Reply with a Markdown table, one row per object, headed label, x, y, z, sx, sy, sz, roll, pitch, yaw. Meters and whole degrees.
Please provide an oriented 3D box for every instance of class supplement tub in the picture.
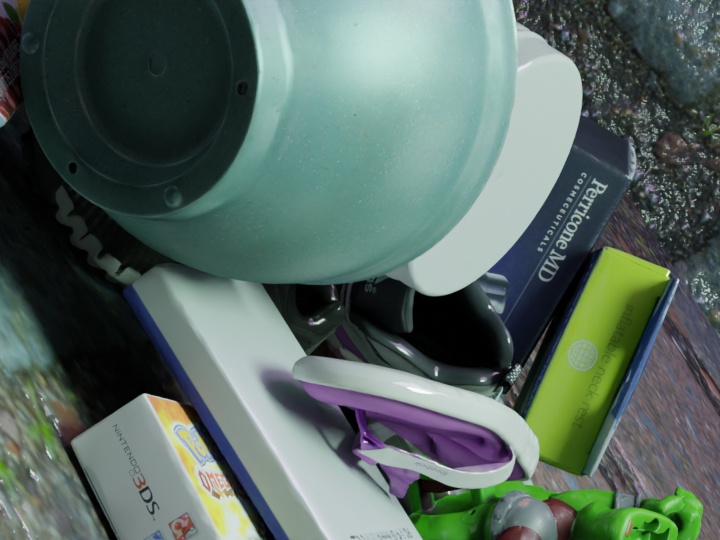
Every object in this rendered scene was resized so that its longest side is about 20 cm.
| label | x | y | z | sx | sy | sz | roll | pitch | yaw |
| --- | --- | --- | --- | --- | --- | --- | --- | --- | --- |
| supplement tub | -0.013 | -0.091 | 1.109 | 0.200 | 0.132 | 0.132 | 35 | 3 | 25 |

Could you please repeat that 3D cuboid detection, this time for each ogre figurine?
| label | x | y | z | sx | sy | sz | roll | pitch | yaw |
| --- | --- | --- | --- | --- | --- | --- | --- | --- | --- |
| ogre figurine | 0.077 | 0.142 | 1.189 | 0.200 | 0.120 | 0.098 | -43 | 130 | -39 |

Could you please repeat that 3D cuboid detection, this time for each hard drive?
| label | x | y | z | sx | sy | sz | roll | pitch | yaw |
| --- | --- | --- | --- | --- | --- | --- | --- | --- | --- |
| hard drive | -0.021 | 0.089 | 1.035 | 0.200 | 0.025 | 0.132 | 57 | 12 | 13 |

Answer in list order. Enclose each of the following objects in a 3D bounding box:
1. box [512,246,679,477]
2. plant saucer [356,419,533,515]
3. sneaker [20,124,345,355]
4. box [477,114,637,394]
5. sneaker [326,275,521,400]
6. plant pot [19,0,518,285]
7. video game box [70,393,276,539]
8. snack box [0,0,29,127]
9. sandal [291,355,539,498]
| label | x | y | z | sx | sy | sz | roll | pitch | yaw |
| --- | --- | --- | --- | --- | --- | --- | --- | --- | --- |
| box | 0.127 | 0.052 | 1.344 | 0.048 | 0.122 | 0.200 | 23 | -2 | 2 |
| plant saucer | 0.047 | 0.118 | 1.362 | 0.200 | 0.050 | 0.200 | 53 | 14 | -20 |
| sneaker | -0.077 | -0.019 | 1.135 | 0.200 | 0.090 | 0.066 | 48 | 15 | -34 |
| box | 0.036 | -0.048 | 1.343 | 0.200 | 0.148 | 0.104 | 28 | 15 | 0 |
| sneaker | 0.000 | 0.000 | 1.213 | 0.200 | 0.078 | 0.140 | 32 | -15 | -2 |
| plant pot | -0.055 | -0.086 | 0.979 | 0.134 | 0.200 | 0.200 | -12 | 68 | -57 |
| video game box | -0.028 | 0.148 | 1.026 | 0.182 | 0.047 | 0.200 | 59 | 12 | 18 |
| snack box | -0.203 | -0.140 | 1.008 | 0.169 | 0.068 | 0.200 | 55 | 12 | -13 |
| sandal | 0.033 | 0.080 | 1.074 | 0.203 | 0.082 | 0.050 | 29 | 70 | -60 |
